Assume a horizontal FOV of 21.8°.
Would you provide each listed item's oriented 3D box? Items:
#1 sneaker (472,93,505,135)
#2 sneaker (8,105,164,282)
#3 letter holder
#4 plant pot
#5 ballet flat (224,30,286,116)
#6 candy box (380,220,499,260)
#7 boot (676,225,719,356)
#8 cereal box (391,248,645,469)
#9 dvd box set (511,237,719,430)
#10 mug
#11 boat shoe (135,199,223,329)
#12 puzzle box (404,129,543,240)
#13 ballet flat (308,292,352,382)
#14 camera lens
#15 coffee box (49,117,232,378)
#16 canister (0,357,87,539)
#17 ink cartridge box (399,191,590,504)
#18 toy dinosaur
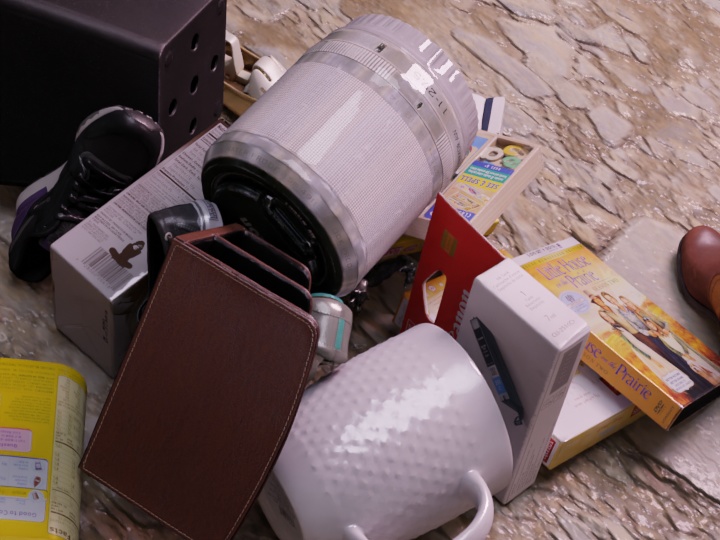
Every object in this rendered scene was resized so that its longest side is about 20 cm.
[{"bbox_3d":[0.078,-0.083,1.706,0.080,0.077,0.201,12,49,6],"label":"sneaker"},{"bbox_3d":[-0.231,-0.055,1.570,0.075,0.200,0.088,29,45,-22],"label":"sneaker"},{"bbox_3d":[-0.098,0.090,1.401,0.141,0.202,0.100,30,18,18],"label":"letter holder"},{"bbox_3d":[-0.224,-0.184,1.644,0.176,0.202,0.200,18,38,15],"label":"plant pot"},{"bbox_3d":[-0.116,-0.190,1.801,0.199,0.063,0.069,29,48,13],"label":"ballet flat"},{"bbox_3d":[0.024,-0.061,1.717,0.198,0.026,0.103,-14,64,-32],"label":"candy box"},{"bbox_3d":[0.351,-0.021,1.660,0.068,0.201,0.190,3,47,-10],"label":"boot"},{"bbox_3d":[0.144,0.073,1.622,0.200,0.040,0.143,42,41,25],"label":"cereal box"},{"bbox_3d":[0.225,0.051,1.637,0.200,0.030,0.146,41,27,19],"label":"dvd box set"},{"bbox_3d":[0.021,0.158,1.445,0.174,0.149,0.200,-26,45,-20],"label":"mug"},{"bbox_3d":[-0.152,0.037,1.491,0.056,0.202,0.069,-5,28,-27],"label":"boat shoe"},{"bbox_3d":[0.044,-0.087,1.641,0.198,0.026,0.133,17,47,31],"label":"puzzle box"},{"bbox_3d":[-0.078,0.074,1.496,0.067,0.199,0.064,17,63,-33],"label":"ballet flat"},{"bbox_3d":[-0.019,-0.089,1.505,0.159,0.161,0.200,33,62,18],"label":"camera lens"},{"bbox_3d":[-0.162,-0.020,1.578,0.080,0.115,0.200,39,58,19],"label":"coffee box"},{"bbox_3d":[-0.280,0.165,1.417,0.147,0.087,0.201,5,45,-10],"label":"canister"},{"bbox_3d":[0.090,0.066,1.518,0.045,0.201,0.176,-29,59,-34],"label":"ink cartridge box"},{"bbox_3d":[0.000,0.000,1.603,0.199,0.048,0.088,-39,36,-12],"label":"toy dinosaur"}]
